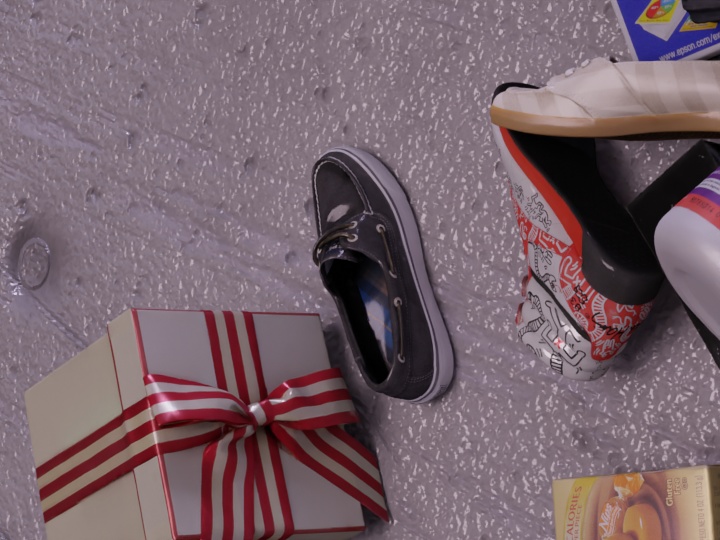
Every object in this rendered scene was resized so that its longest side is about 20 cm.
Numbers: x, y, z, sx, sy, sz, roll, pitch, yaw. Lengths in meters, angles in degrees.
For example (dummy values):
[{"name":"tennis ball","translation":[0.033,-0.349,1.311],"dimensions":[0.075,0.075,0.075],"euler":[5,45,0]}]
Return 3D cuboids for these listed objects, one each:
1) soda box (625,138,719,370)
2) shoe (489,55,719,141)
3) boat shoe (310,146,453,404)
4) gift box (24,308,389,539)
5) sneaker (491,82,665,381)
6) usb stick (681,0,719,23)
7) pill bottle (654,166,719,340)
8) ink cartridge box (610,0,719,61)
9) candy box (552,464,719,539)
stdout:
[{"name":"soda box","translation":[0.237,0.023,1.162],"dimensions":[0.071,0.063,0.200],"euler":[-43,59,30]},{"name":"shoe","translation":[0.175,-0.105,1.209],"dimensions":[0.199,0.070,0.054],"euler":[3,93,23]},{"name":"boat shoe","translation":[0.000,0.000,1.384],"dimensions":[0.070,0.066,0.201],"euler":[-33,64,36]},{"name":"gift box","translation":[-0.104,0.139,1.399],"dimensions":[0.187,0.184,0.201],"euler":[-34,67,45]},{"name":"sneaker","translation":[0.118,-0.023,1.276],"dimensions":[0.202,0.067,0.108],"euler":[63,142,41]},{"name":"usb stick","translation":[0.197,-0.242,1.148],"dimensions":[0.055,0.033,0.201],"euler":[0,105,38]},{"name":"pill bottle","translation":[0.261,-0.043,1.073],"dimensions":[0.200,0.113,0.112],"euler":[-41,54,-4]},{"name":"ink cartridge box","translation":[0.217,-0.236,1.184],"dimensions":[0.197,0.047,0.201],"euler":[-20,90,42]},{"name":"candy box","translation":[0.180,0.220,1.202],"dimensions":[0.115,0.055,0.201],"euler":[-11,79,42]}]
